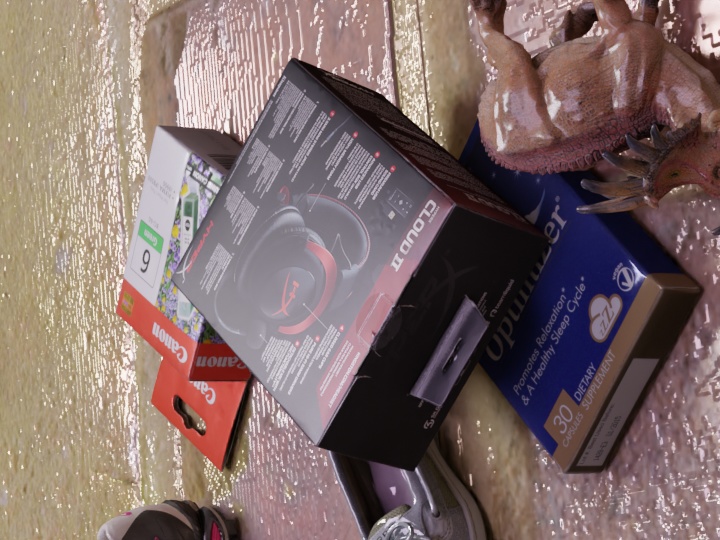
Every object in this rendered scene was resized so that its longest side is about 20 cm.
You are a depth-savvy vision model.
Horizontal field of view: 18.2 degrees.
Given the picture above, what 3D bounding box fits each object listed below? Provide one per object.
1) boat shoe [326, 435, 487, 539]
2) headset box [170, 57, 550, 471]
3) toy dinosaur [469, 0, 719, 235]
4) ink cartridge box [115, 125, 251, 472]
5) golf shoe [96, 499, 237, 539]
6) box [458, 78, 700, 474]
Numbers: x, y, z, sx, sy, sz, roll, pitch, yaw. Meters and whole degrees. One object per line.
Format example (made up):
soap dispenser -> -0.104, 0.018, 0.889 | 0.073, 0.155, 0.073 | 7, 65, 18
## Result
boat shoe -> 0.016, 0.124, 1.258 | 0.074, 0.065, 0.202 | -43, 54, 45
headset box -> 0.000, 0.000, 1.196 | 0.200, 0.075, 0.149 | 44, 109, 48
toy dinosaur -> 0.110, -0.077, 1.095 | 0.200, 0.086, 0.136 | -11, 73, 46
ink cartridge box -> -0.109, 0.018, 1.453 | 0.109, 0.050, 0.201 | 37, 118, 49
golf shoe -> -0.128, 0.249, 1.444 | 0.077, 0.088, 0.201 | -10, 82, 53
box -> 0.090, -0.003, 1.186 | 0.200, 0.032, 0.121 | 54, 131, 42
